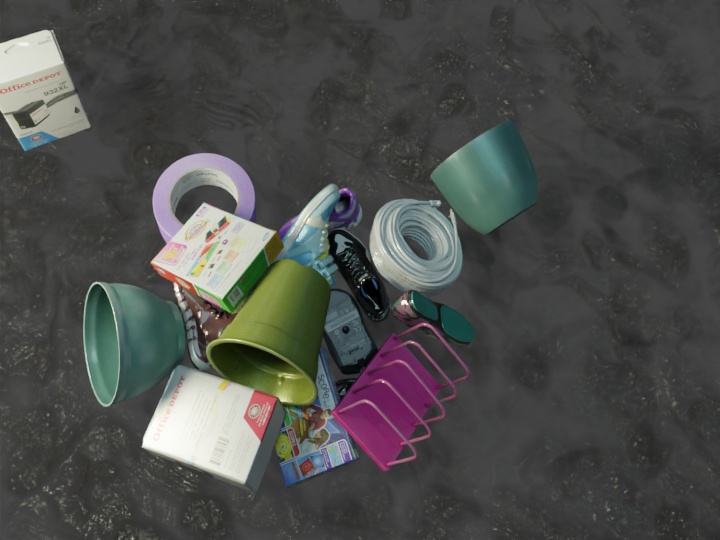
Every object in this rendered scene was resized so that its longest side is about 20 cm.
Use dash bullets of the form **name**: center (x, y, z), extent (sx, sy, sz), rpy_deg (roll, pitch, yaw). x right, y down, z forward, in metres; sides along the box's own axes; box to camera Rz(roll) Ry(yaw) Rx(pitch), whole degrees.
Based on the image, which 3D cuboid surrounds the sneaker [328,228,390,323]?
- **sneaker**: center (0.000, 0.000, 1.287), extent (0.072, 0.112, 0.203), rpy_deg (-31, 83, -4)

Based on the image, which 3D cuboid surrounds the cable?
- **cable**: center (0.107, -0.047, 1.326), extent (0.195, 0.069, 0.205), rpy_deg (8, 55, -26)

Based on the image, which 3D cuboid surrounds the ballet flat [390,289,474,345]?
- **ballet flat**: center (0.131, 0.095, 1.292), extent (0.197, 0.070, 0.071), rpy_deg (27, 50, -37)

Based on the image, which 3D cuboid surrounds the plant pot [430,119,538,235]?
- **plant pot**: center (0.261, -0.172, 1.369), extent (0.197, 0.201, 0.164), rpy_deg (-29, 85, -17)

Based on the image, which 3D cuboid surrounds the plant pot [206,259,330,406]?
- **plant pot**: center (-0.135, 0.093, 1.164), extent (0.195, 0.202, 0.194), rpy_deg (19, 57, 2)

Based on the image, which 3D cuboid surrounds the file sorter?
- **file sorter**: center (0.077, 0.210, 1.178), extent (0.139, 0.125, 0.200), rpy_deg (47, 54, -6)

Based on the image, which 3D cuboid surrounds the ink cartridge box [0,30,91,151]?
- **ink cartridge box**: center (-0.621, -0.342, 1.322), extent (0.142, 0.201, 0.085), rpy_deg (-24, 71, -16)

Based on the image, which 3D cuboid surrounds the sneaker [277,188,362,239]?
- **sneaker**: center (-0.081, -0.102, 1.351), extent (0.197, 0.089, 0.081), rpy_deg (-31, 75, -17)

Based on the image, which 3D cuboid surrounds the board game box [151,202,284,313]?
- **board game box**: center (-0.251, -0.028, 1.205), extent (0.197, 0.041, 0.154), rpy_deg (22, 63, 34)

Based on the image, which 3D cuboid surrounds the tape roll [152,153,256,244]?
- **tape roll**: center (-0.302, -0.124, 1.345), extent (0.193, 0.066, 0.206), rpy_deg (2, 68, -5)

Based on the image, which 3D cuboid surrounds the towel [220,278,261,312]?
- **towel**: center (-0.180, 0.050, 1.303), extent (0.199, 0.037, 0.149), rpy_deg (40, 67, 11)

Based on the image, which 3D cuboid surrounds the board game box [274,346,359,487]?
- **board game box**: center (-0.095, 0.255, 1.205), extent (0.132, 0.035, 0.205), rpy_deg (-21, 71, 6)

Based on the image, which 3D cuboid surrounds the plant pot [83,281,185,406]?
- **plant pot**: center (-0.382, 0.118, 1.180), extent (0.131, 0.200, 0.205), rpy_deg (-4, 65, -37)

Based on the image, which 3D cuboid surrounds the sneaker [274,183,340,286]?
- **sneaker**: center (-0.071, -0.048, 1.278), extent (0.130, 0.080, 0.202), rpy_deg (39, 102, 2)

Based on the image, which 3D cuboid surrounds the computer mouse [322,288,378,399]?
- **computer mouse**: center (-0.027, 0.135, 1.282), extent (0.135, 0.053, 0.205), rpy_deg (-20, 80, -11)

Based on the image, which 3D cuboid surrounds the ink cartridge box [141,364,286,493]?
- **ink cartridge box**: center (-0.242, 0.265, 1.157), extent (0.194, 0.086, 0.151), rpy_deg (15, 66, 16)

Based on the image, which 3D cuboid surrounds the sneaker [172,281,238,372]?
- **sneaker**: center (-0.267, 0.073, 1.253), extent (0.112, 0.076, 0.206), rpy_deg (-18, 79, 2)
